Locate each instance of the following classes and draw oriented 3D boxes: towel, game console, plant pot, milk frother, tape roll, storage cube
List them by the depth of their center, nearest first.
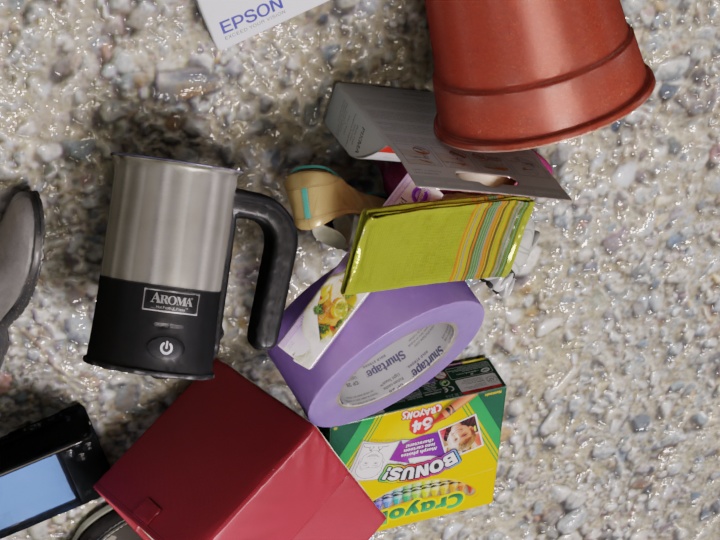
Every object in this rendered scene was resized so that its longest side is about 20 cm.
[{"bbox_3d":[0.136,-0.232,1.528,0.200,0.201,0.196,-21,114,-9],"label":"plant pot"},{"bbox_3d":[0.072,-0.023,1.594,0.200,0.018,0.086,-7,122,-39],"label":"towel"},{"bbox_3d":[-0.173,-0.004,1.611,0.180,0.200,0.189,8,91,-36],"label":"milk frother"},{"bbox_3d":[-0.338,0.219,1.703,0.200,0.116,0.176,-21,131,-8],"label":"game console"},{"bbox_3d":[0.015,0.059,1.713,0.200,0.085,0.200,-29,160,-12],"label":"tape roll"},{"bbox_3d":[-0.118,0.226,1.745,0.180,0.200,0.171,-46,132,-13],"label":"storage cube"}]

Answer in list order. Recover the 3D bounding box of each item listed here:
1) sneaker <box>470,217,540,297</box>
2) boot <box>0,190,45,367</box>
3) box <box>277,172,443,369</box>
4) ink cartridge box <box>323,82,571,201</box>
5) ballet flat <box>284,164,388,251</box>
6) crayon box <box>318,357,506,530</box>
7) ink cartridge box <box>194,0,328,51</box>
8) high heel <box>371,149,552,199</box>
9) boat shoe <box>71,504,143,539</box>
[{"bbox_3d":[0.125,-0.037,1.728,0.081,0.075,0.200,-47,160,3],"label":"sneaker"},{"bbox_3d":[-0.362,0.010,1.570,0.131,0.070,0.200,13,115,-26],"label":"boot"},{"bbox_3d":[0.000,0.000,1.598,0.039,0.041,0.200,37,90,0],"label":"box"},{"bbox_3d":[0.076,-0.101,1.595,0.160,0.200,0.047,4,120,-26],"label":"ink cartridge box"},{"bbox_3d":[-0.016,-0.047,1.641,0.068,0.063,0.200,-11,167,24],"label":"ballet flat"},{"bbox_3d":[0.050,0.193,1.901,0.199,0.058,0.173,-11,129,-17],"label":"crayon box"},{"bbox_3d":[-0.066,-0.306,1.481,0.196,0.043,0.200,-26,133,-4],"label":"ink cartridge box"},{"bbox_3d":[0.110,-0.083,1.695,0.200,0.096,0.067,9,120,-30],"label":"high heel"},{"bbox_3d":[-0.280,0.314,1.839,0.201,0.061,0.072,-43,131,10],"label":"boat shoe"}]
